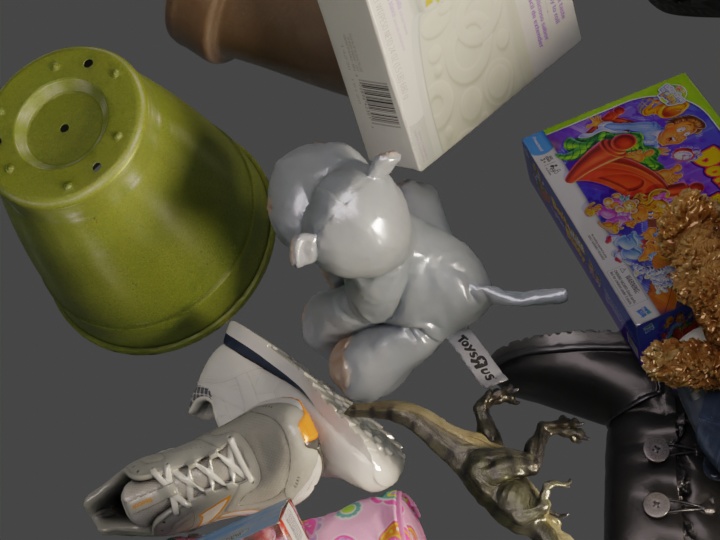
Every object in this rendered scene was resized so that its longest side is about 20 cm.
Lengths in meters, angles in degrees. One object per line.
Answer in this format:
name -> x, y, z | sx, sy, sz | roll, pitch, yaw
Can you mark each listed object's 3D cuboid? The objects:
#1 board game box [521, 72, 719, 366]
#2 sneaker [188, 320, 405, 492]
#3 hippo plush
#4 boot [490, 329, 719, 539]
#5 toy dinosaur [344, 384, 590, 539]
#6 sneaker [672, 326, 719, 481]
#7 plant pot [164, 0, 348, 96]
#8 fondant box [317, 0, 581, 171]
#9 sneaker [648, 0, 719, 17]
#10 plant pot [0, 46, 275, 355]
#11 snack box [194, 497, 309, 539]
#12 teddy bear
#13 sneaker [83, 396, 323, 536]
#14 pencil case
board game box -> 0.213, -0.041, 1.080 | 0.133, 0.045, 0.201 | -22, 47, -3
sneaker -> -0.047, 0.114, 1.102 | 0.199, 0.076, 0.081 | 32, 85, 46
hippo plush -> 0.000, 0.000, 1.072 | 0.160, 0.160, 0.200 | -52, 44, 4
boot -> 0.170, 0.144, 1.042 | 0.163, 0.066, 0.202 | -6, 69, 16
toy dinosaur -> 0.092, 0.120, 1.014 | 0.199, 0.048, 0.088 | 37, 66, 18
sneaker -> 0.307, 0.086, 0.983 | 0.198, 0.081, 0.147 | -14, 49, -15
plant pot -> -0.028, -0.225, 1.207 | 0.174, 0.200, 0.201 | 32, 78, 8
fondant box -> 0.069, -0.188, 1.130 | 0.058, 0.145, 0.200 | 14, 44, 43
sneaker -> 0.320, -0.245, 1.160 | 0.198, 0.076, 0.115 | 12, 76, 26
plant pot -> -0.185, -0.065, 1.162 | 0.198, 0.193, 0.202 | -6, 65, 13
snack box -> -0.080, 0.275, 0.995 | 0.167, 0.068, 0.202 | -25, 95, 7
teddy bear -> 0.235, 0.017, 0.935 | 0.144, 0.067, 0.202 | -10, 57, 32
sneaker -> -0.110, 0.147, 1.058 | 0.199, 0.092, 0.076 | -30, 79, 39
pencil case -> -0.052, 0.207, 1.063 | 0.198, 0.088, 0.088 | -13, 63, 12
